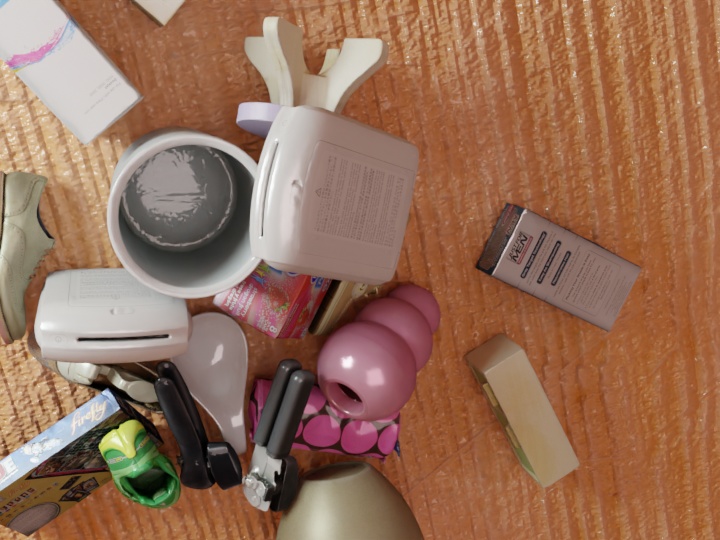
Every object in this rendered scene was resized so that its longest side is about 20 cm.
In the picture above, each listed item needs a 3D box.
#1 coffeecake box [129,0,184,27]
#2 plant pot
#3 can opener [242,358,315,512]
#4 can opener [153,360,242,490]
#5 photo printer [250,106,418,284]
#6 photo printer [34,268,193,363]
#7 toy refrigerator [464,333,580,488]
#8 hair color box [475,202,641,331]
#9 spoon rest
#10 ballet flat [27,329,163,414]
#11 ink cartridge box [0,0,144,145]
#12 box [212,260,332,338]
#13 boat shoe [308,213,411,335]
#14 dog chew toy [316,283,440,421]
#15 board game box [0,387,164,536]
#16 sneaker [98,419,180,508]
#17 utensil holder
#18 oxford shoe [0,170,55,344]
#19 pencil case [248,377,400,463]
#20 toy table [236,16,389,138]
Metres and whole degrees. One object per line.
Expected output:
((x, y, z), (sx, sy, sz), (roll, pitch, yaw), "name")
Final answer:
((-0.215, -0.396, 1.041), (0.153, 0.073, 0.200), (39, 90, -20), "coffeecake box")
((-0.021, 0.320, 1.210), (0.200, 0.200, 0.135), (-10, 91, -13), "plant pot")
((-0.097, 0.201, 1.150), (0.066, 0.053, 0.201), (-5, 118, -45), "can opener")
((-0.204, 0.187, 1.140), (0.078, 0.063, 0.201), (-20, 121, -3), "can opener")
((-0.030, -0.075, 0.984), (0.200, 0.069, 0.167), (9, 93, -52), "photo printer")
((-0.274, 0.050, 1.061), (0.166, 0.200, 0.070), (-1, 103, -16), "photo printer")
((0.219, 0.193, 1.301), (0.070, 0.076, 0.200), (-30, 109, -7), "toy refrigerator")
((0.266, -0.004, 1.275), (0.199, 0.061, 0.100), (25, 95, -20), "hair color box")
((-0.176, 0.148, 1.183), (0.099, 0.061, 0.201), (-19, 109, -23), "spoon rest")
((-0.301, 0.119, 1.140), (0.199, 0.067, 0.068), (24, 95, -19), "ballet flat")
((-0.330, -0.236, 1.007), (0.085, 0.145, 0.200), (-43, 110, -2), "ink cartridge box")
((-0.079, -0.025, 1.135), (0.095, 0.100, 0.201), (28, 94, 16), "box")
((0.000, 0.000, 1.194), (0.066, 0.074, 0.200), (25, 100, -23), "boat shoe")
((0.033, 0.092, 1.186), (0.125, 0.124, 0.200), (56, 51, -19), "dog chew toy")
((-0.347, 0.230, 1.128), (0.200, 0.035, 0.136), (-34, 151, -7), "board game box")
((-0.257, 0.252, 1.136), (0.074, 0.084, 0.200), (-31, 151, -12), "sneaker")
((-0.195, -0.075, 1.054), (0.169, 0.200, 0.171), (-4, 104, -15), "utensil holder")
((-0.386, -0.014, 1.084), (0.074, 0.071, 0.201), (-2, 103, -18), "oxford shoe")
((-0.047, 0.193, 1.221), (0.199, 0.091, 0.094), (10, 109, -15), "pencil case")
((-0.059, -0.207, 1.088), (0.183, 0.200, 0.118), (8, 90, 16), "toy table")
